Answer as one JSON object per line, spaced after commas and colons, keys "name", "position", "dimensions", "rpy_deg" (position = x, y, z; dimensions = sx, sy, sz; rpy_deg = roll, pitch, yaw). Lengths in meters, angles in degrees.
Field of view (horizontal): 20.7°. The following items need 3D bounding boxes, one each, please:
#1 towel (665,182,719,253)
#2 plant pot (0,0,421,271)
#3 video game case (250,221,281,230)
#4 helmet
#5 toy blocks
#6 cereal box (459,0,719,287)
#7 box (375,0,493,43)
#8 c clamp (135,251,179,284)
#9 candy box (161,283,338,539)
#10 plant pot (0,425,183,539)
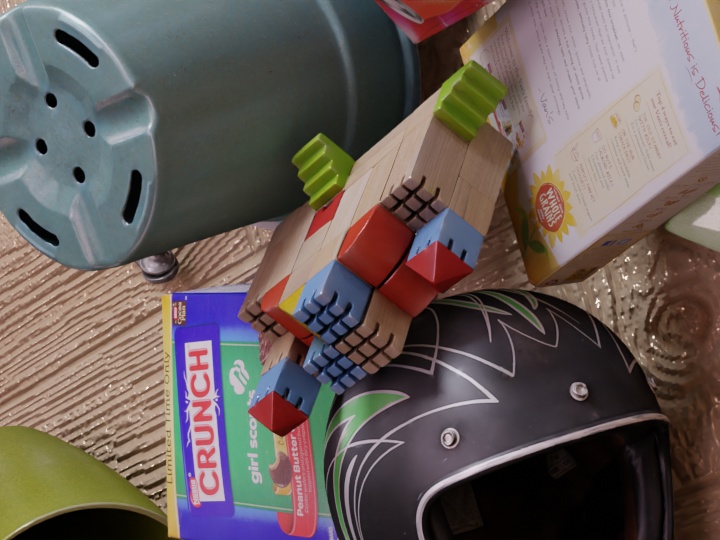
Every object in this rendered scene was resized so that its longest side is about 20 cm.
{"name": "towel", "position": [0.250, -0.049, 0.918], "dimensions": [0.199, 0.031, 0.150], "rpy_deg": [23, 108, 25]}
{"name": "plant pot", "position": [-0.103, -0.099, 1.114], "dimensions": [0.200, 0.196, 0.201], "rpy_deg": [18, 119, 35]}
{"name": "video game case", "position": [-0.058, -0.121, 1.217], "dimensions": [0.181, 0.024, 0.201], "rpy_deg": [12, 116, 36]}
{"name": "helmet", "position": [0.072, 0.104, 1.064], "dimensions": [0.199, 0.199, 0.192], "rpy_deg": [10, 110, 48]}
{"name": "toy blocks", "position": [0.000, 0.000, 1.016], "dimensions": [0.200, 0.100, 0.137], "rpy_deg": [-38, 22, 40]}
{"name": "cereal box", "position": [0.127, -0.094, 0.976], "dimensions": [0.200, 0.039, 0.145], "rpy_deg": [-40, 60, 56]}
{"name": "box", "position": [0.042, -0.231, 1.029], "dimensions": [0.095, 0.100, 0.201], "rpy_deg": [-25, 38, 30]}
{"name": "c clamp", "position": [-0.175, -0.059, 1.380], "dimensions": [0.171, 0.027, 0.200], "rpy_deg": [41, 160, 35]}
{"name": "candy box", "position": [-0.044, 0.094, 1.278], "dimensions": [0.199, 0.077, 0.170], "rpy_deg": [-1, 92, 50]}
{"name": "plant pot", "position": [-0.234, 0.202, 1.450], "dimensions": [0.200, 0.186, 0.188], "rpy_deg": [46, 126, 55]}
